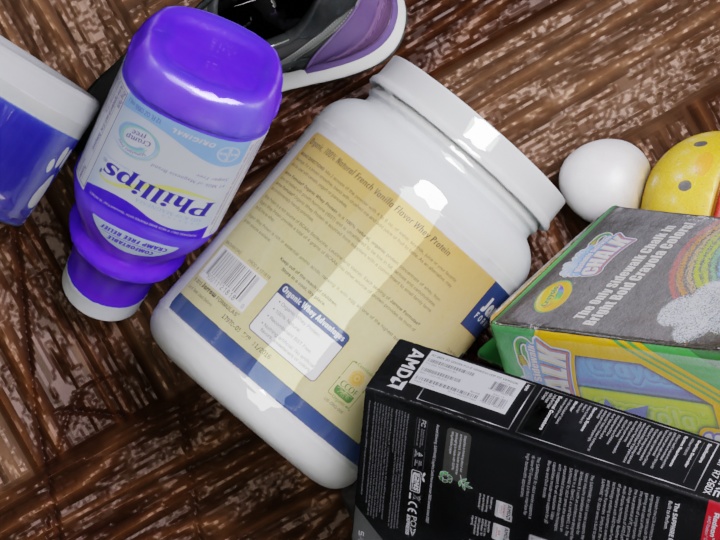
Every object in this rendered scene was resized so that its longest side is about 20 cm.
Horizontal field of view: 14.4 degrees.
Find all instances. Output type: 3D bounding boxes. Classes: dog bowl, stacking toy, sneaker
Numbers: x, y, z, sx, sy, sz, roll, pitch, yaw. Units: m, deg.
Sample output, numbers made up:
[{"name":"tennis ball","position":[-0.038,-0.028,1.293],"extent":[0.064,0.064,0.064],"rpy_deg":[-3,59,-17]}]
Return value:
[{"name":"dog bowl","position":[-0.239,-0.107,1.470],"extent":[0.200,0.200,0.079],"rpy_deg":[32,91,-3]},{"name":"stacking toy","position":[0.203,-0.028,1.543],"extent":[0.199,0.146,0.147],"rpy_deg":[12,90,13]},{"name":"sneaker","position":[-0.081,-0.119,1.511],"extent":[0.200,0.088,0.076],"rpy_deg":[-26,71,16]}]

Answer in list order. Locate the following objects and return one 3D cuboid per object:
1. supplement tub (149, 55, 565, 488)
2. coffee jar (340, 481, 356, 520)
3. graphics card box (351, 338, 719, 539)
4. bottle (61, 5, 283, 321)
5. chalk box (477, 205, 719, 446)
[{"name":"supplement tub","position":[0.000,0.000,1.510],"extent":[0.144,0.144,0.200],"rpy_deg":[41,89,-2]},{"name":"coffee jar","position":[0.080,0.168,1.545],"extent":[0.104,0.085,0.200],"rpy_deg":[-36,93,6]},{"name":"graphics card box","position":[0.096,0.122,1.425],"extent":[0.199,0.051,0.126],"rpy_deg":[16,129,16]},{"name":"bottle","position":[-0.107,-0.049,1.488],"extent":[0.083,0.200,0.065],"rpy_deg":[23,47,-8]},{"name":"chalk box","position":[0.157,0.051,1.485],"extent":[0.124,0.200,0.124],"rpy_deg":[-40,122,-36]}]
